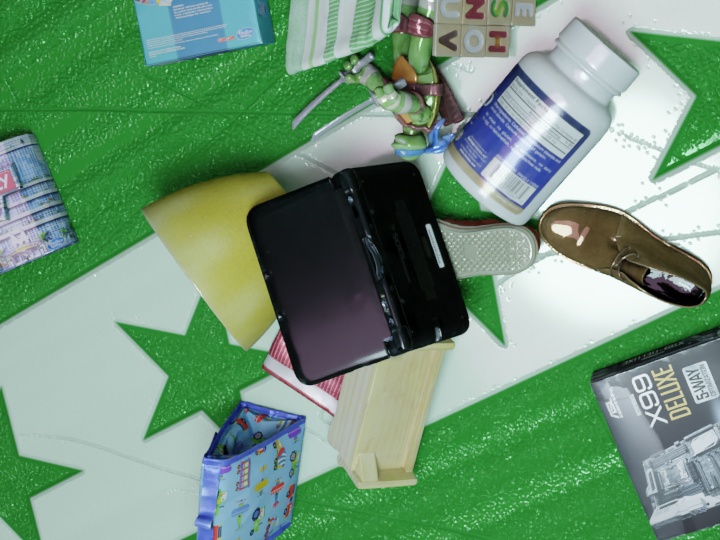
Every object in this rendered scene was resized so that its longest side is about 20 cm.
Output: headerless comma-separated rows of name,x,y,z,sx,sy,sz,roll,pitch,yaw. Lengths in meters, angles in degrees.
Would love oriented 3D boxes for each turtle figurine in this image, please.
turtle figurine,0.018,-0.222,1.170,0.198,0.144,0.195,12,101,9

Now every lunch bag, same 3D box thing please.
lunch bag,-0.144,0.264,1.288,0.093,0.200,0.152,12,104,13

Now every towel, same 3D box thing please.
towel,-0.019,-0.299,1.147,0.199,0.023,0.154,-3,81,54
towel,-0.019,0.075,1.307,0.144,0.023,0.201,33,109,8

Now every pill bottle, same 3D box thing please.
pill bottle,0.192,-0.158,1.145,0.120,0.120,0.200,42,109,4

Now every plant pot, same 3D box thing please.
plant pot,-0.133,-0.031,1.245,0.142,0.200,0.201,-37,90,-5

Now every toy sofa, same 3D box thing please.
toy sofa,0.033,0.145,1.267,0.082,0.098,0.201,1,114,-28

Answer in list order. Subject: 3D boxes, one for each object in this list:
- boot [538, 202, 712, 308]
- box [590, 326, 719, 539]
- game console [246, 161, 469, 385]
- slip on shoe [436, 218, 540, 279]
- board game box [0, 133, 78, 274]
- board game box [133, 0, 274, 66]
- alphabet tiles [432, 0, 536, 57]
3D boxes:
boot,0.284,-0.017,1.173,0.199,0.075,0.074,24,109,11
box,0.365,0.181,1.203,0.157,0.050,0.201,-22,95,19
game console,0.000,0.000,1.175,0.116,0.175,0.201,-24,82,44
slip on shoe,0.111,-0.027,1.229,0.199,0.061,0.075,1,100,29
board game box,-0.487,-0.089,1.361,0.199,0.062,0.201,-22,96,4
board game box,-0.191,-0.348,1.252,0.150,0.047,0.202,-7,99,17
alphabet tiles,0.120,-0.323,1.126,0.008,0.166,0.202,20,112,55
